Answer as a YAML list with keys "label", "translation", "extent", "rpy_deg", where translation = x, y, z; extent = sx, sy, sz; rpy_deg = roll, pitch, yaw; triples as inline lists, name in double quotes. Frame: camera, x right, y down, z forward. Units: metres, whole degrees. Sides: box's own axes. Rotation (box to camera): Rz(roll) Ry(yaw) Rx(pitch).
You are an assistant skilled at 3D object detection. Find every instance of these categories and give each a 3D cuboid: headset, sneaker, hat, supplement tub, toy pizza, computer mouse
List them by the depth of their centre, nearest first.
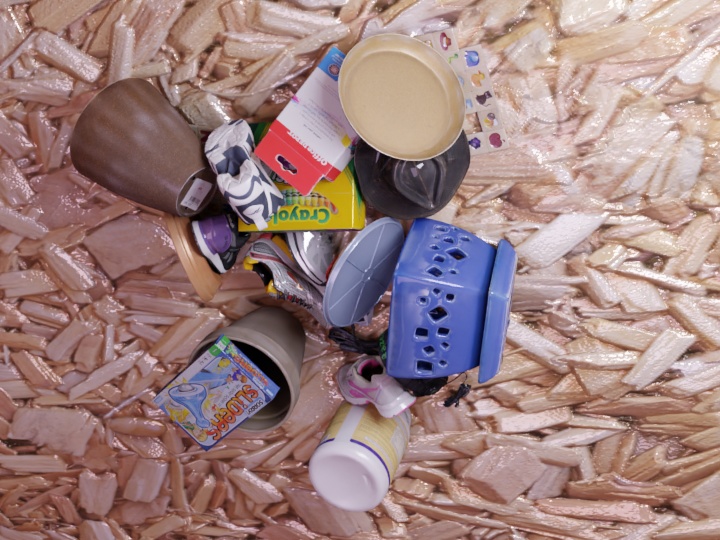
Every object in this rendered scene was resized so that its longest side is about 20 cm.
- label: "hat"
  translation: [0.089, -0.146, 1.580]
  extent: [0.199, 0.081, 0.202]
  rpy_deg: [-9, 126, -13]
- label: "sneaker"
  translation: [-0.175, -0.139, 1.630]
  extent: [0.079, 0.199, 0.130]
  rpy_deg: [-26, 130, -2]
- label: "toy pizza"
  translation: [0.000, 0.000, 1.692]
  extent: [0.032, 0.200, 0.201]
  rpy_deg: [32, 128, 26]
- label: "sneaker"
  translation: [-0.064, -0.078, 1.721]
  extent: [0.115, 0.076, 0.201]
  rpy_deg: [-21, 96, 29]
- label: "sneaker"
  translation: [-0.217, -0.049, 1.768]
  extent: [0.087, 0.200, 0.076]
  rpy_deg: [-22, 81, 1]
- label: "headset"
  translation: [0.105, 0.171, 1.796]
  extent: [0.199, 0.124, 0.094]
  rpy_deg: [28, 125, -25]
- label: "sneaker"
  translation: [-0.120, 0.030, 1.799]
  extent: [0.200, 0.082, 0.078]
  rpy_deg: [43, 148, 3]
- label: "computer mouse"
  translation: [-0.006, 0.061, 1.818]
  extent: [0.109, 0.044, 0.201]
  rpy_deg: [14, 128, 21]
- label: "sneaker"
  translation: [0.017, 0.183, 1.822]
  extent: [0.200, 0.081, 0.089]
  rpy_deg: [10, 130, 57]
- label: "supplement tub"
  translation: [0.005, 0.311, 1.863]
  extent: [0.144, 0.200, 0.146]
  rpy_deg: [10, 122, 16]

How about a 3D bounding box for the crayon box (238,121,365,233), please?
- label: "crayon box"
  translation: [-0.093, -0.148, 1.666]
  extent: [0.199, 0.058, 0.174]
  rpy_deg: [-1, 86, 21]

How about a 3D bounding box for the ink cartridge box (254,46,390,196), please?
- label: "ink cartridge box"
  translation: [-0.053, -0.218, 1.586]
  extent: [0.116, 0.067, 0.200]
  rpy_deg: [40, 95, 11]

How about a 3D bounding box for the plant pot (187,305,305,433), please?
- label: "plant pot"
  translation: [-0.178, 0.156, 1.859]
  extent: [0.199, 0.174, 0.201]
  rpy_deg: [10, 122, 16]

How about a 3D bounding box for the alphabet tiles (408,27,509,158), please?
- label: "alphabet tiles"
  translation: [0.122, -0.262, 1.597]
  extent: [0.166, 0.008, 0.201]
  rpy_deg: [-8, 115, 25]

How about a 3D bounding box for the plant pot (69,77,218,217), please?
- label: "plant pot"
  translation: [-0.325, -0.175, 1.675]
  extent: [0.200, 0.187, 0.188]
  rpy_deg: [37, 128, 22]

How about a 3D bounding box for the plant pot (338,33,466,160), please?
- label: "plant pot"
  translation: [0.058, -0.247, 1.523]
  extent: [0.200, 0.200, 0.027]
  rpy_deg: [39, 153, -4]

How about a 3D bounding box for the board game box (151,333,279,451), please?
- label: "board game box"
  translation: [-0.248, 0.211, 1.792]
  extent: [0.135, 0.034, 0.200]
  rpy_deg: [44, 124, -8]

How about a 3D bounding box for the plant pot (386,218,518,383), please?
- label: "plant pot"
  translation: [0.148, 0.053, 1.662]
  extent: [0.179, 0.200, 0.201]
  rpy_deg: [9, 122, 9]

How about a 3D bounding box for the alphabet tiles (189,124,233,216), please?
- label: "alphabet tiles"
  translation: [-0.241, -0.164, 1.794]
  extent: [0.199, 0.006, 0.167]
  rpy_deg: [10, 122, 15]

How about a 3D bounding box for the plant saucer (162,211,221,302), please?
- label: "plant saucer"
  translation: [-0.282, -0.045, 1.780]
  extent: [0.037, 0.200, 0.201]
  rpy_deg: [-20, 113, 0]
